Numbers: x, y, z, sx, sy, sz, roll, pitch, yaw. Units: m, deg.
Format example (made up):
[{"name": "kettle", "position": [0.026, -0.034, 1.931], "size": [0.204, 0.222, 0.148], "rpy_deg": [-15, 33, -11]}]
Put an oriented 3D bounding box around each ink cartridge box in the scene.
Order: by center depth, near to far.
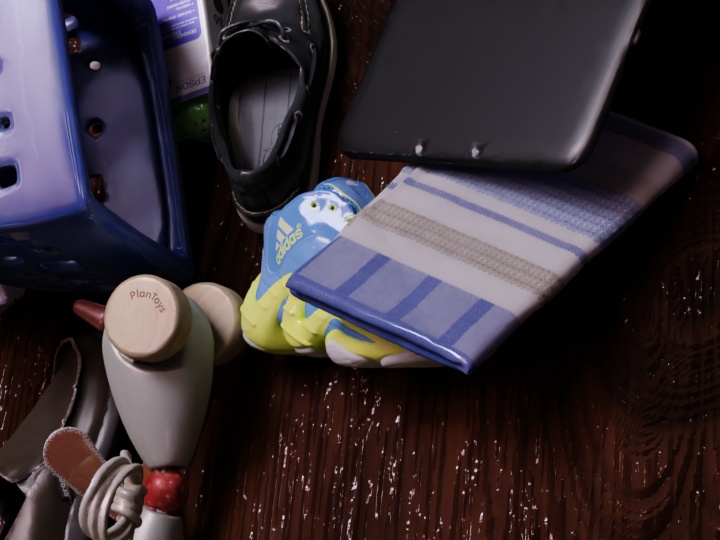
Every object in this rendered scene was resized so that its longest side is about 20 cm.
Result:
[{"name": "ink cartridge box", "position": [-0.141, -0.191, 1.797], "size": [0.099, 0.039, 0.200], "rpy_deg": [-16, 70, 24]}]

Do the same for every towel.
[{"name": "towel", "position": [0.072, -0.027, 1.463], "size": [0.147, 0.024, 0.200], "rpy_deg": [23, 54, 40]}]

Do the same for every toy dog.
[{"name": "toy dog", "position": [-0.138, 0.088, 1.571], "size": [0.096, 0.132, 0.200], "rpy_deg": [6, 64, 27]}]

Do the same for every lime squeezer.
[{"name": "lime squeezer", "position": [-0.109, -0.116, 1.783], "size": [0.200, 0.038, 0.071], "rpy_deg": [0, 61, 47]}]

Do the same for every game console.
[{"name": "game console", "position": [0.111, -0.124, 1.518], "size": [0.200, 0.176, 0.117], "rpy_deg": [7, 102, 48]}]

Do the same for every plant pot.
[{"name": "plant pot", "position": [-0.227, -0.085, 1.667], "size": [0.180, 0.200, 0.200], "rpy_deg": [-13, 75, 14]}]

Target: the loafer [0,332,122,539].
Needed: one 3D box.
[{"name": "loafer", "position": [-0.192, 0.121, 1.630], "size": [0.073, 0.071, 0.200], "rpy_deg": [129, 155, -54]}]

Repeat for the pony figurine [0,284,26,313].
[{"name": "pony figurine", "position": [-0.327, -0.013, 1.816], "size": [0.167, 0.200, 0.193], "rpy_deg": [-44, 48, 25]}]

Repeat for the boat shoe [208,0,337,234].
[{"name": "boat shoe", "position": [-0.062, -0.124, 1.692], "size": [0.074, 0.066, 0.200], "rpy_deg": [-5, 61, 21]}]

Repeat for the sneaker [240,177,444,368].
[{"name": "sneaker", "position": [0.000, 0.000, 1.519], "size": [0.200, 0.076, 0.105], "rpy_deg": [3, 92, 48]}]
